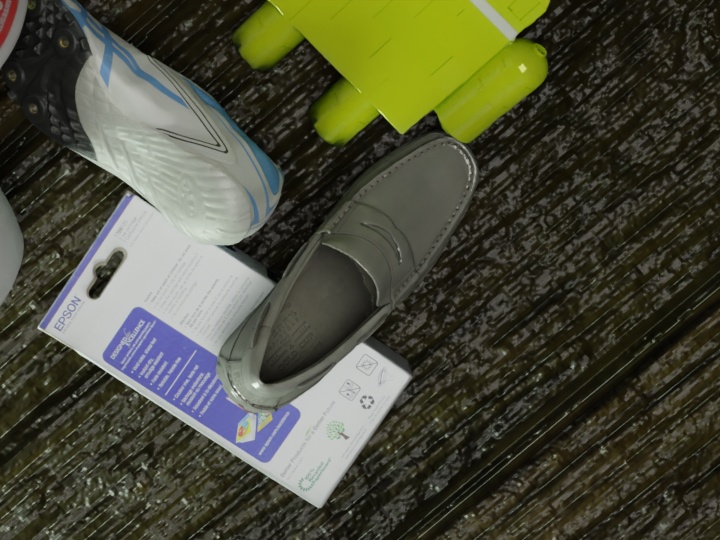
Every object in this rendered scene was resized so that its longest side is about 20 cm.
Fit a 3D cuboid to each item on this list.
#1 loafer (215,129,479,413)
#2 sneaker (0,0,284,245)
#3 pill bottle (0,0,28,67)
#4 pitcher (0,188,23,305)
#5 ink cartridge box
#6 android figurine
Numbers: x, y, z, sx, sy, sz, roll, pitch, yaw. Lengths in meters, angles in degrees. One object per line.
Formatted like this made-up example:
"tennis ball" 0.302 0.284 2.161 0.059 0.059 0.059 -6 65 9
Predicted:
"loafer" 0.000 0.000 1.311 0.070 0.070 0.200 42 75 -9
"sneaker" -0.128 -0.092 1.313 0.200 0.072 0.072 42 120 1
"pill bottle" -0.273 -0.167 1.202 0.114 0.114 0.200 -49 145 8
"pitcher" -0.296 -0.042 1.284 0.200 0.171 0.122 36 73 -30
"ink cartridge box" -0.077 0.043 1.356 0.199 0.039 0.100 34 99 -12
"android figurine" 0.026 -0.157 1.280 0.200 0.041 0.182 -37 105 28
